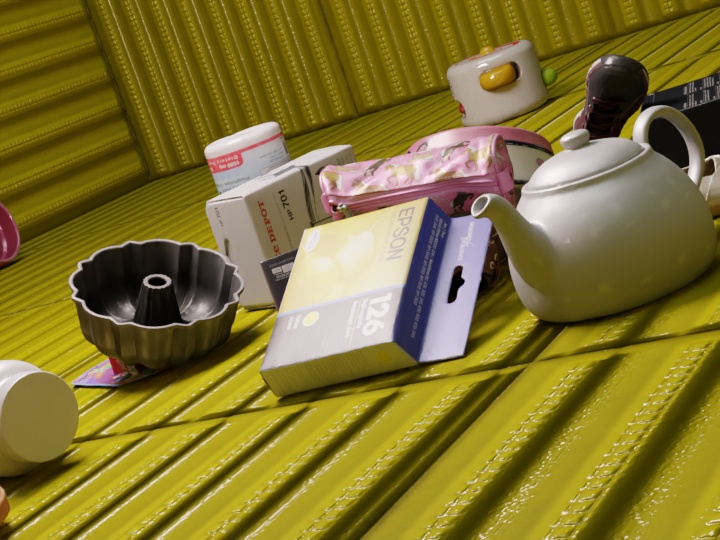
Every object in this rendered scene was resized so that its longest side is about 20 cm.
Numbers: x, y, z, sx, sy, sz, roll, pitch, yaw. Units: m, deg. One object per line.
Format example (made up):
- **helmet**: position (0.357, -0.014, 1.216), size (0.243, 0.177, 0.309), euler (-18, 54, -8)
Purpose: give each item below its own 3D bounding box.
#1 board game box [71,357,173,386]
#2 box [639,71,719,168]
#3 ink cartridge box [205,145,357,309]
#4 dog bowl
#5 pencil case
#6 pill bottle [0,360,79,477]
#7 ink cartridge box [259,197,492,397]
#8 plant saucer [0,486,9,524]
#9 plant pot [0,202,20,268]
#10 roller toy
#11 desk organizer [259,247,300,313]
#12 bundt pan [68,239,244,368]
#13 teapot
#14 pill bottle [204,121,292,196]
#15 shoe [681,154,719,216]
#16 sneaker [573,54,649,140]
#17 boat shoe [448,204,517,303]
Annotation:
- **board game box**: position (-0.260, 0.088, 1.716), size (0.157, 0.039, 0.199), euler (-27, 13, -33)
- **box**: position (0.412, -0.180, 1.716), size (0.140, 0.080, 0.200), euler (-14, 12, 17)
- **ink cartridge box**: position (-0.081, -0.056, 1.822), size (0.085, 0.148, 0.199), euler (-6, 18, 46)
- **dog bowl**: position (0.133, -0.099, 1.591), size (0.197, 0.075, 0.200), euler (-3, -15, -1)
- **pencil case**: position (0.060, -0.084, 1.447), size (0.198, 0.083, 0.087), euler (-10, 53, 15)
- **pill bottle**: position (-0.365, 0.147, 1.414), size (0.199, 0.113, 0.112), euler (-8, 15, 48)
- **ink cartridge box**: position (0.016, 0.017, 1.342), size (0.198, 0.047, 0.199), euler (-17, 36, 28)
- **plant saucer**: position (-0.391, 0.240, 1.212), size (0.198, 0.033, 0.200), euler (-20, 11, 4)
- **plant pot**: position (-0.955, -0.066, 3.469), size (0.178, 0.201, 0.200), euler (-33, 4, 26)
- **roller toy**: position (0.263, -0.366, 2.778), size (0.181, 0.141, 0.199), euler (-10, 15, 45)
- **desk organizer**: position (0.000, 0.000, 1.527), size (0.198, 0.072, 0.077), euler (-21, -18, -5)
- **bundt pan**: position (-0.233, 0.044, 1.639), size (0.199, 0.077, 0.203), euler (4, 29, -2)
- **teapot**: position (0.213, -0.054, 1.257), size (0.195, 0.148, 0.200), euler (-17, 10, 14)
- **pill bottle**: position (-0.128, -0.089, 1.924), size (0.108, 0.202, 0.109), euler (-19, 10, 3)
- **shoe**: position (0.338, -0.082, 1.419), size (0.198, 0.054, 0.070), euler (-20, 10, 0)
- **sneaker**: position (0.296, -0.166, 1.731), size (0.075, 0.117, 0.200), euler (13, -24, 5)
- **boat shoe**: position (0.105, -0.002, 1.446), size (0.199, 0.071, 0.070), euler (-29, 51, -27)
